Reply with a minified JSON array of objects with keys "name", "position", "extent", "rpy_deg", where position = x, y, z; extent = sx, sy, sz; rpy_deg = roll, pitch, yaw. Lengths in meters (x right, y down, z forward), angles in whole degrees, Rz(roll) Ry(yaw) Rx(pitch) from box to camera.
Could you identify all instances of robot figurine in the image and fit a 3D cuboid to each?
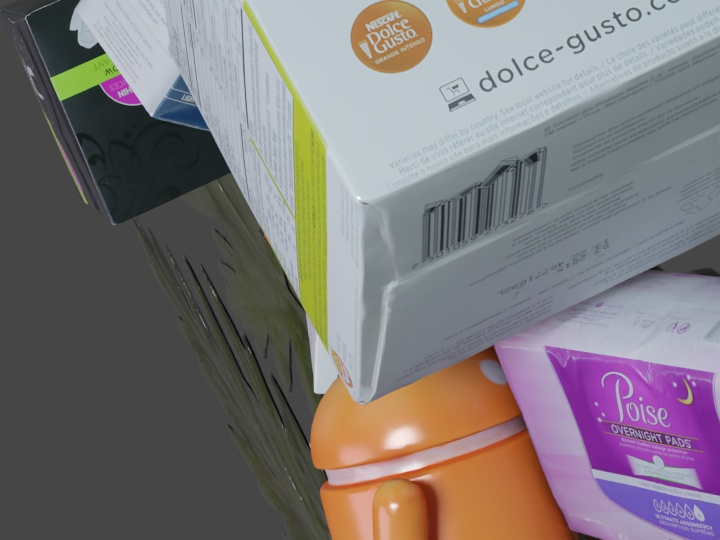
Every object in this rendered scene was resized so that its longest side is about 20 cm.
[{"name":"robot figurine","position":[0.043,0.118,1.170],"extent":[0.116,0.143,0.201],"rpy_deg":[-14,93,56]}]

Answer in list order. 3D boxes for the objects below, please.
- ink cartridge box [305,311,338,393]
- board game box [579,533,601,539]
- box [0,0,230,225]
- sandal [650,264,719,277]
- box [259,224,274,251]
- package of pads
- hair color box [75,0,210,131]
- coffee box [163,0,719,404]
[{"name":"ink cartridge box","position":[0.003,0.001,1.521],"extent":[0.200,0.067,0.117],"rpy_deg":[-103,15,-69]},{"name":"board game box","position":[0.095,0.024,1.285],"extent":[0.152,0.046,0.201],"rpy_deg":[-91,-12,-52]},{"name":"box","position":[-0.111,-0.141,1.608],"extent":[0.149,0.199,0.124],"rpy_deg":[67,168,-14]},{"name":"sandal","position":[0.142,0.033,1.196],"extent":[0.082,0.054,0.200],"rpy_deg":[70,168,-21]},{"name":"box","position":[0.000,0.000,1.338],"extent":[0.137,0.038,0.200],"rpy_deg":[52,171,8]},{"name":"package of pads","position":[0.148,0.064,1.066],"extent":[0.200,0.076,0.121],"rpy_deg":[7,127,57]},{"name":"hair color box","position":[-0.062,-0.184,1.329],"extent":[0.060,0.200,0.100],"rpy_deg":[10,-146,-47]},{"name":"coffee box","position":[0.042,-0.103,0.998],"extent":[0.198,0.199,0.200],"rpy_deg":[61,169,22]}]
